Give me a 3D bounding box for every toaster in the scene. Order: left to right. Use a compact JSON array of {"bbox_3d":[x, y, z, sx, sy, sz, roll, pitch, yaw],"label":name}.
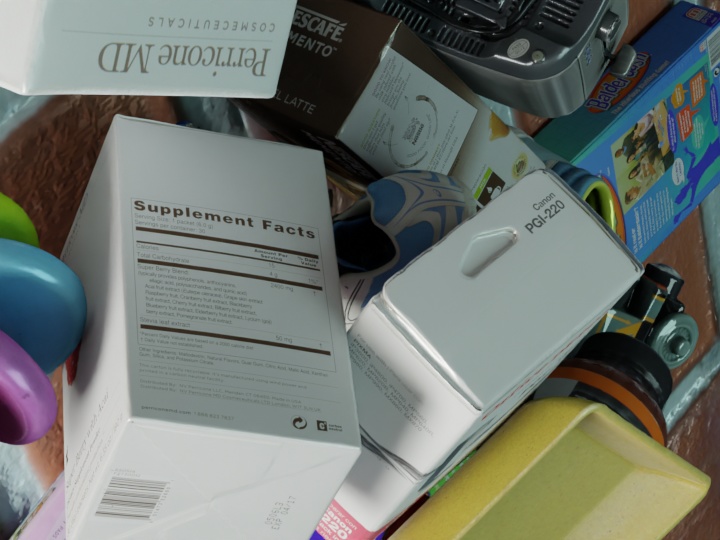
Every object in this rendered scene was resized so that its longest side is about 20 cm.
[{"bbox_3d":[0.070,-0.171,1.213,0.114,0.200,0.129,-62,161,-5],"label":"toaster"}]

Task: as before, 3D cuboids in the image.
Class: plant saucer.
[{"bbox_3d":[0.093,0.157,1.193,0.200,0.048,0.200,-46,147,7],"label":"plant saucer"}]

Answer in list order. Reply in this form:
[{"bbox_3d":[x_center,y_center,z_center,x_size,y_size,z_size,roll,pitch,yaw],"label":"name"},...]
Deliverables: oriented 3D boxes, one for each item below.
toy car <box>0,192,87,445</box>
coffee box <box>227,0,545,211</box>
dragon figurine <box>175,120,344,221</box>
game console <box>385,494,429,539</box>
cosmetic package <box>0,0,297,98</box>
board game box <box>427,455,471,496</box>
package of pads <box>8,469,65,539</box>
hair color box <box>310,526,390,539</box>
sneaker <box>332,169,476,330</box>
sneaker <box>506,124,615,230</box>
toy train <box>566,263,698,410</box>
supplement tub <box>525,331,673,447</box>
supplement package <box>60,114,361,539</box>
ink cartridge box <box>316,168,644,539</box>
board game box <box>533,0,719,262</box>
[{"bbox_3d":[-0.217,0.048,0.992,0.200,0.150,0.175,-47,139,-24],"label":"toy car"},{"bbox_3d":[0.013,-0.089,1.230,0.080,0.114,0.200,-61,144,-6],"label":"coffee box"},{"bbox_3d":[-0.066,-0.035,1.207,0.059,0.099,0.200,-62,168,-6],"label":"dragon figurine"},{"bbox_3d":[-0.038,0.222,1.348,0.172,0.119,0.200,32,78,-22],"label":"game console"},{"bbox_3d":[-0.128,-0.199,0.951,0.167,0.166,0.200,-5,114,-50],"label":"cosmetic package"},{"bbox_3d":[0.061,0.119,1.479,0.200,0.030,0.096,-45,139,-29],"label":"board game box"},{"bbox_3d":[-0.144,0.177,1.179,0.200,0.120,0.076,-54,-173,-17],"label":"package of pads"},{"bbox_3d":[-0.032,0.189,1.217,0.109,0.065,0.200,101,12,-81],"label":"hair color box"},{"bbox_3d":[0.000,0.000,1.188,0.072,0.072,0.200,9,148,-19],"label":"sneaker"},{"bbox_3d":[0.099,0.006,1.376,0.080,0.131,0.200,29,86,-55],"label":"sneaker"},{"bbox_3d":[0.165,0.079,1.487,0.114,0.085,0.200,20,100,-39],"label":"toy train"},{"bbox_3d":[0.138,0.132,1.362,0.200,0.107,0.107,-54,144,-35],"label":"supplement tub"},{"bbox_3d":[-0.083,0.038,1.042,0.120,0.200,0.121,9,136,-19],"label":"supplement package"},{"bbox_3d":[0.045,0.052,1.092,0.146,0.085,0.200,-38,168,-35],"label":"ink cartridge box"},{"bbox_3d":[0.208,-0.085,1.530,0.200,0.045,0.152,-43,139,-28],"label":"board game box"}]
